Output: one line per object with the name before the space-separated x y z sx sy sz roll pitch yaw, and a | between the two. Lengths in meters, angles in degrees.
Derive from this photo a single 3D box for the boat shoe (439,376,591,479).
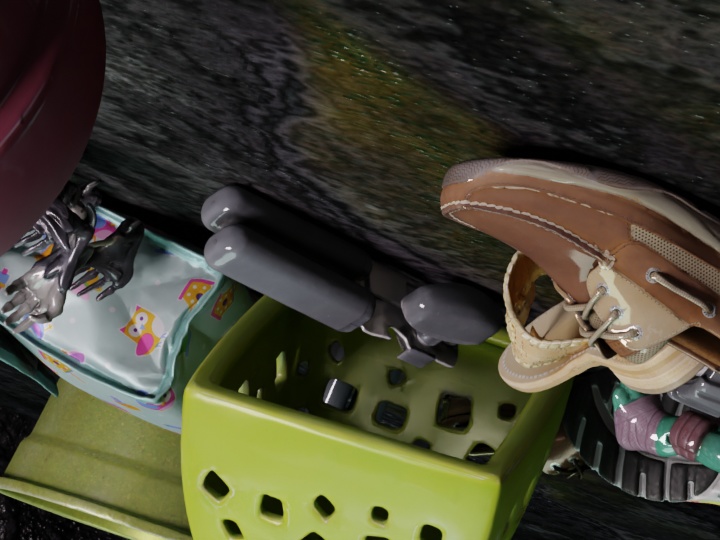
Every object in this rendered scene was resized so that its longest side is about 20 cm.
boat shoe | 0.141 0.107 1.659 0.199 0.068 0.072 8 165 40

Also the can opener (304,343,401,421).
can opener | -0.020 0.126 1.677 0.052 0.201 0.066 20 -169 -15

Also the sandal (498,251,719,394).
sandal | 0.107 0.013 1.252 0.070 0.078 0.212 47 166 -15

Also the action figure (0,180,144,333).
action figure | -0.197 -0.026 1.422 0.119 0.102 0.200 43 -178 19

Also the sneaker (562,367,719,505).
sneaker | 0.221 0.114 1.542 0.199 0.079 0.090 16 177 20

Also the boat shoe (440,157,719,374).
boat shoe | 0.126 0.005 1.116 0.199 0.072 0.076 20 170 -10

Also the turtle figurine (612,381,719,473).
turtle figurine | 0.242 0.100 1.385 0.149 0.101 0.199 26 173 -41

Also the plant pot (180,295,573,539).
plant pot | 0.005 0.137 1.513 0.199 0.182 0.199 15 -156 14

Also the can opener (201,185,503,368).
can opener | 0.000 0.000 1.432 0.067 0.054 0.200 -31 139 33

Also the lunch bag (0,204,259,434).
lunch bag | -0.173 0.022 1.614 0.199 0.122 0.170 23 172 15

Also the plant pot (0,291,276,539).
plant pot | -0.138 0.097 1.761 0.199 0.185 0.200 18 171 3

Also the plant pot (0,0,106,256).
plant pot | -0.194 -0.108 0.794 0.199 0.201 0.179 15 154 15

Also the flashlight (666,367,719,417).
flashlight | 0.250 0.065 1.253 0.199 0.068 0.068 21 -164 -21
